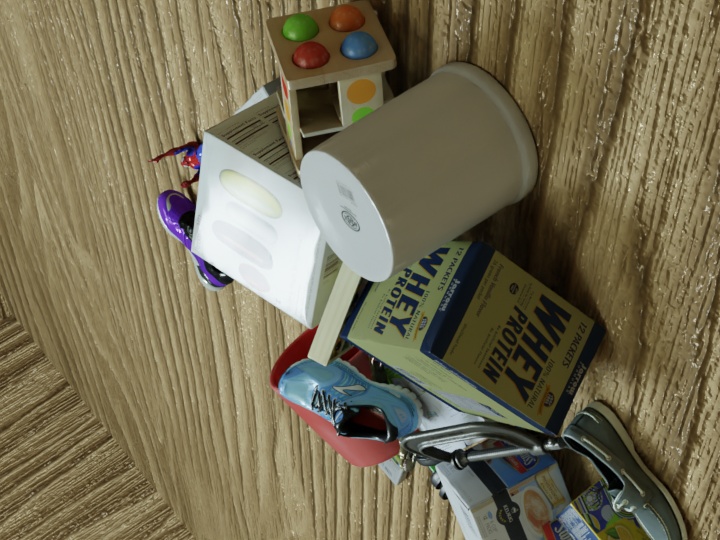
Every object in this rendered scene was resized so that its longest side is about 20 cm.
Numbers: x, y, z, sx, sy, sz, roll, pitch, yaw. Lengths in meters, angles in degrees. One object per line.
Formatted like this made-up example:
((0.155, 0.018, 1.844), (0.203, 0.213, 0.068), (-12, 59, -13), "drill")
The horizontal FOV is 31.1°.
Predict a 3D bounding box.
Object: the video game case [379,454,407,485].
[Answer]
((0.016, 0.237, 2.108), (0.200, 0.023, 0.182), (50, 155, 20), "video game case")

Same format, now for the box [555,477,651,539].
((0.333, 0.351, 1.573), (0.200, 0.070, 0.064), (51, 158, 14), "box")

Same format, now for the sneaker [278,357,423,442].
((-0.022, 0.172, 1.698), (0.199, 0.090, 0.079), (15, 115, 21), "sneaker")

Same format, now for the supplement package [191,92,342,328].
((-0.081, -0.077, 1.590), (0.200, 0.147, 0.192), (31, 132, 23), "supplement package")

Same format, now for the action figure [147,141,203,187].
((-0.267, -0.172, 2.067), (0.065, 0.099, 0.200), (64, 158, -11), "action figure")

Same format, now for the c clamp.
((0.156, 0.219, 1.586), (0.199, 0.027, 0.171), (-13, 152, 37), "c clamp")

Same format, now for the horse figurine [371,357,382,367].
((0.058, 0.014, 1.613), (0.050, 0.133, 0.200), (27, 139, -7), "horse figurine")

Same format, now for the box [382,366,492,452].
((0.119, 0.138, 1.694), (0.177, 0.097, 0.200), (55, 156, 5), "box")

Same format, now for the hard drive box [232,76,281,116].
((-0.074, -0.155, 1.730), (0.200, 0.077, 0.156), (59, 156, -3), "hard drive box")

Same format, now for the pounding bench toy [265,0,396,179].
((-0.040, -0.238, 1.496), (0.200, 0.124, 0.156), (-111, 11, -45), "pounding bench toy")

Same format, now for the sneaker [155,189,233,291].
((-0.274, -0.063, 2.257), (0.200, 0.070, 0.099), (56, 150, -7), "sneaker")

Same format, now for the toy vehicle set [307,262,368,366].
((0.003, 0.007, 1.540), (0.026, 0.124, 0.201), (26, 110, 13), "toy vehicle set")

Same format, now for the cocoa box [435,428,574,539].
((0.206, 0.329, 1.685), (0.201, 0.131, 0.133), (67, 172, -21), "cocoa box")

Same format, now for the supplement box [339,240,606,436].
((0.124, 0.071, 1.458), (0.200, 0.135, 0.200), (33, 166, -26), "supplement box")

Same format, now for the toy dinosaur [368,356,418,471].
((0.020, 0.179, 1.759), (0.088, 0.047, 0.201), (-13, 107, 35), "toy dinosaur")

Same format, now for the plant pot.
((-0.005, 0.175, 1.891), (0.178, 0.200, 0.200), (55, 158, -21), "plant pot")

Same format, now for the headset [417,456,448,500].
((0.131, 0.270, 1.895), (0.124, 0.094, 0.200), (55, 172, -5), "headset")

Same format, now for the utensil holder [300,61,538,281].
((0.060, -0.103, 1.383), (0.170, 0.200, 0.170), (44, 154, 28), "utensil holder")

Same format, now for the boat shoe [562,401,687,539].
((0.306, 0.252, 1.513), (0.200, 0.062, 0.073), (58, 156, 0), "boat shoe")
